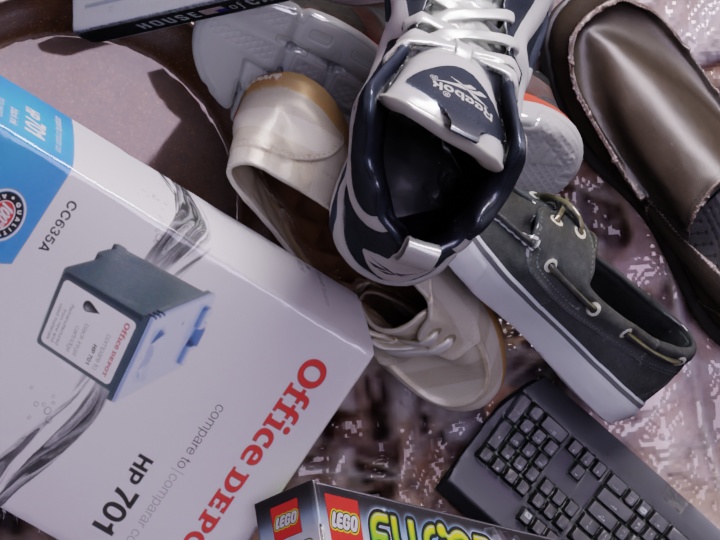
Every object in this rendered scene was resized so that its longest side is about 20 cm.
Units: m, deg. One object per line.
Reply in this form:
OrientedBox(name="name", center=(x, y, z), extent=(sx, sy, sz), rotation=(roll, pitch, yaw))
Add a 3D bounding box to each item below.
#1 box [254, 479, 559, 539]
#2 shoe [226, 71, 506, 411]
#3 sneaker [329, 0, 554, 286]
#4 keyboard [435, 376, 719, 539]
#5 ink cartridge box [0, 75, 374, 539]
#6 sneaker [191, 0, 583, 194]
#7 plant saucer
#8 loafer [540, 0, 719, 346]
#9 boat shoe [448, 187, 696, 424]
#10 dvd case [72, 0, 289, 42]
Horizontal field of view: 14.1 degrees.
OrientedBox(name="box", center=(0.038, 0.162, 1.272), extent=(0.200, 0.035, 0.111), rotation=(19, 54, -48))
OrientedBox(name="shoe", center=(0.000, 0.000, 1.319), extent=(0.200, 0.070, 0.054), rotation=(53, 34, -29))
OrientedBox(name="sneaker", center=(0.042, -0.088, 1.200), extent=(0.079, 0.130, 0.200), rotation=(22, 92, -10))
OrientedBox(name="keyboard", center=(0.117, 0.157, 1.396), extent=(0.200, 0.021, 0.127), rotation=(41, 78, -10))
OrientedBox(name="ink cartridge box", center=(-0.116, 0.031, 1.248), extent=(0.199, 0.086, 0.147), rotation=(31, 100, -13))
OrientedBox(name="sneaker", center=(0.008, -0.091, 1.348), extent=(0.199, 0.082, 0.077), rotation=(22, 127, -26))
OrientedBox(name="plant saucer", center=(-0.131, -0.028, 1.323), extent=(0.199, 0.034, 0.202), rotation=(0, 89, -17))
OrientedBox(name="loafer", center=(0.161, -0.052, 1.388), extent=(0.073, 0.071, 0.200), rotation=(-38, 98, -14))
OrientedBox(name="boat shoe", center=(0.084, -0.006, 1.338), extent=(0.057, 0.069, 0.200), rotation=(-35, 128, 13))
OrientedBox(name="dvd case", center=(-0.063, -0.211, 1.286), extent=(0.025, 0.150, 0.201), rotation=(18, 66, -57))
